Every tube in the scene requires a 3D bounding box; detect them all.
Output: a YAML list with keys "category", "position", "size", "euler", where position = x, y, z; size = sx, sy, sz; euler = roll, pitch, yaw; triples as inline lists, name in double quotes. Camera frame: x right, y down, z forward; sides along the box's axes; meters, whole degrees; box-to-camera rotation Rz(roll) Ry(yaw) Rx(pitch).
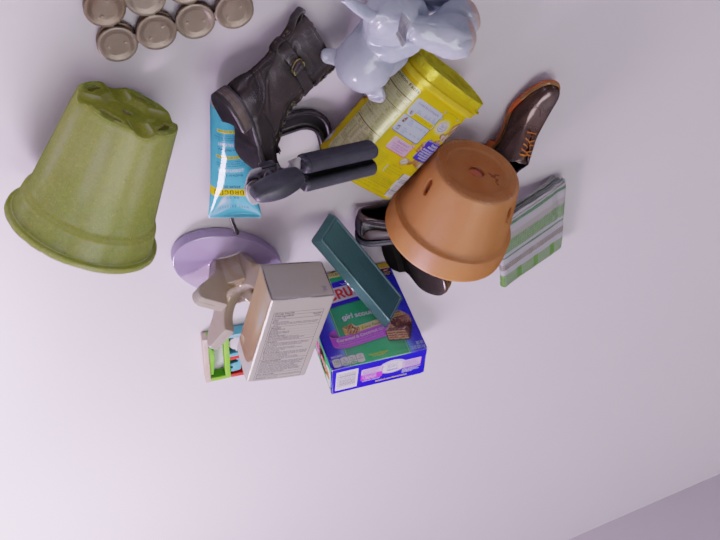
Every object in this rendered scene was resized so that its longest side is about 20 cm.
- category: "tube"
  position: [-0.180, -0.152, 1.258]
  size: [0.077, 0.051, 0.201]
  euler: [4, 133, 0]

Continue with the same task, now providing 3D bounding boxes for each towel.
- category: "towel"
  position: [0.302, -0.068, 1.613]
  size: [0.149, 0.031, 0.200]
  euler: [-32, 146, -14]

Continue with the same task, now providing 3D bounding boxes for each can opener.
- category: "can opener"
  position: [-0.057, -0.122, 1.182]
  size: [0.199, 0.067, 0.054]
  euler: [-16, 130, -26]

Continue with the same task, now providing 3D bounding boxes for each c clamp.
- category: "c clamp"
  position: [-0.127, -0.154, 1.324]
  size: [0.199, 0.027, 0.171]
  euler: [-23, 136, 0]

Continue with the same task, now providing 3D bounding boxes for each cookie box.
- category: "cookie box"
  position: [0.000, 0.093, 1.535]
  size: [0.170, 0.201, 0.075]
  euler: [-12, 140, -15]

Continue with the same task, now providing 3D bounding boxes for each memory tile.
- category: "memory tile"
  position: [-0.230, -0.333, 1.063]
  size: [0.199, 0.017, 0.154]
  euler: [-17, 142, -6]

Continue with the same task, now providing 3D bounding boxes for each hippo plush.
- category: "hippo plush"
  position: [0.048, -0.282, 1.134]
  size: [0.159, 0.200, 0.161]
  euler: [34, 137, -4]

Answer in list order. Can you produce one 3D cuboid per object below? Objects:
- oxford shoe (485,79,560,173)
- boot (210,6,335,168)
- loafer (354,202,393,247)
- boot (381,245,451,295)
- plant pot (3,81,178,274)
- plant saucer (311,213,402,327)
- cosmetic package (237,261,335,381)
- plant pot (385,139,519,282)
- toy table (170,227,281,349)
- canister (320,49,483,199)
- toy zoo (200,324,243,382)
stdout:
- category: "oxford shoe"
  position: [0.257, -0.207, 1.411]
  size: [0.071, 0.073, 0.200]
  euler: [5, 135, -31]
- category: "boot"
  position: [-0.095, -0.222, 1.186]
  size: [0.174, 0.069, 0.200]
  euler: [-45, 147, -16]
- category: "loafer"
  position: [0.087, -0.089, 1.472]
  size: [0.199, 0.072, 0.063]
  euler: [-13, 137, -8]
- category: "boot"
  position: [0.108, -0.020, 1.476]
  size: [0.075, 0.200, 0.074]
  euler: [-21, 116, -16]
- category: "plant pot"
  position: [-0.324, -0.128, 1.140]
  size: [0.199, 0.201, 0.185]
  euler: [10, 120, -35]
- category: "plant saucer"
  position: [0.000, 0.000, 1.465]
  size: [0.019, 0.070, 0.200]
  euler: [-16, 123, 43]
- category: "cosmetic package"
  position: [-0.118, 0.079, 1.376]
  size: [0.105, 0.071, 0.201]
  euler: [-3, 139, -26]
- category: "plant pot"
  position: [0.151, -0.104, 1.372]
  size: [0.199, 0.201, 0.140]
  euler: [-3, 141, -24]
- category: "toy table"
  position: [-0.198, 0.025, 1.423]
  size: [0.199, 0.118, 0.184]
  euler: [7, 133, -35]
- category: "canister"
  position: [0.056, -0.209, 1.284]
  size: [0.148, 0.087, 0.200]
  euler: [24, 119, -44]
- category: "toy zoo"
  position: [-0.188, 0.140, 1.641]
  size: [0.199, 0.021, 0.132]
  euler: [-10, 141, -15]
